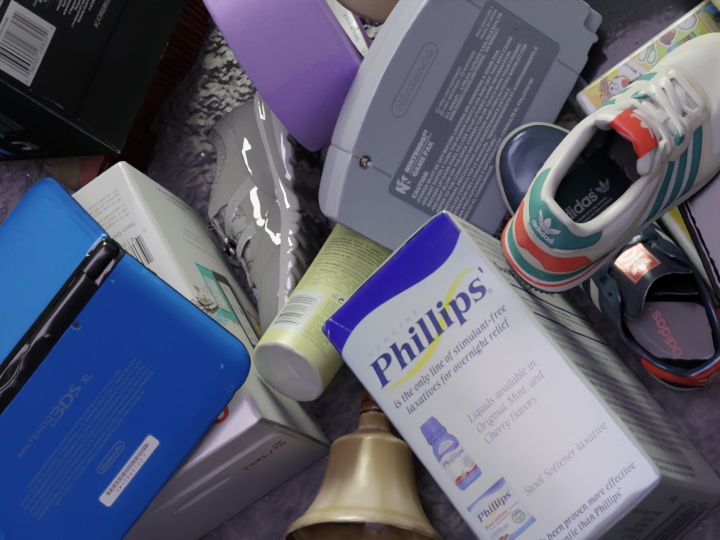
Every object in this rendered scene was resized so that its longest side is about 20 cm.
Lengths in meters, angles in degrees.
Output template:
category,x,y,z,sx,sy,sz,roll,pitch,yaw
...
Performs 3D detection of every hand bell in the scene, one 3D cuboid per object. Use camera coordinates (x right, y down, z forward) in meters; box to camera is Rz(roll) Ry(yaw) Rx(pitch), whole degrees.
category,x,y,z,sx,sy,sz,roll,pitch,yaw
hand bell,0.009,0.086,1.063,0.103,0.104,0.201,-5,62,17

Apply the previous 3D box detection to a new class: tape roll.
category,x,y,z,sx,sy,sz,roll,pitch,yaw
tape roll,-0.053,-0.182,1.075,0.065,0.200,0.201,-28,69,9

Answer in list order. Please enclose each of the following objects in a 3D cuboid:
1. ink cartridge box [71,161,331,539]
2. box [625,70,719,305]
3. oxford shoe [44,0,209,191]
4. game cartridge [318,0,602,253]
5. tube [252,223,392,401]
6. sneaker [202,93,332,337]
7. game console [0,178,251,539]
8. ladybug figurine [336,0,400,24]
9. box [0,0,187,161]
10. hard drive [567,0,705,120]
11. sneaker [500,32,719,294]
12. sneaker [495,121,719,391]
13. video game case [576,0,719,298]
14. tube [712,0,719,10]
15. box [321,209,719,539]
category,x,y,z,sx,sy,sz,roll,pitch,yaw
ink cartridge box,-0.143,0.065,1.070,0.146,0.146,0.201,-33,69,8
box,0.290,-0.063,0.980,0.199,0.050,0.200,-23,82,9
oxford shoe,-0.173,-0.150,1.178,0.074,0.070,0.201,22,83,27
game cartridge,0.059,-0.104,1.023,0.040,0.133,0.201,30,92,55
tube,0.000,0.000,1.057,0.052,0.058,0.200,-23,26,48
sneaker,-0.066,-0.026,1.117,0.081,0.075,0.201,-18,60,19
game console,-0.190,0.072,0.995,0.170,0.118,0.200,38,91,-10
ladybug figurine,0.049,-0.238,1.057,0.199,0.072,0.136,-32,109,-16
box,-0.234,-0.168,1.120,0.199,0.124,0.149,3,66,52
hard drive,0.163,-0.212,1.097,0.134,0.042,0.201,-27,70,10
sneaker,0.163,-0.071,0.912,0.200,0.093,0.070,-42,80,-16
sneaker,0.160,-0.012,0.994,0.075,0.085,0.200,-42,88,2
video game case,0.266,-0.083,1.020,0.181,0.023,0.201,-35,82,6
tube,0.229,-0.179,0.963,0.058,0.052,0.200,-53,36,21
box,0.101,0.084,0.964,0.105,0.184,0.200,-42,67,11
